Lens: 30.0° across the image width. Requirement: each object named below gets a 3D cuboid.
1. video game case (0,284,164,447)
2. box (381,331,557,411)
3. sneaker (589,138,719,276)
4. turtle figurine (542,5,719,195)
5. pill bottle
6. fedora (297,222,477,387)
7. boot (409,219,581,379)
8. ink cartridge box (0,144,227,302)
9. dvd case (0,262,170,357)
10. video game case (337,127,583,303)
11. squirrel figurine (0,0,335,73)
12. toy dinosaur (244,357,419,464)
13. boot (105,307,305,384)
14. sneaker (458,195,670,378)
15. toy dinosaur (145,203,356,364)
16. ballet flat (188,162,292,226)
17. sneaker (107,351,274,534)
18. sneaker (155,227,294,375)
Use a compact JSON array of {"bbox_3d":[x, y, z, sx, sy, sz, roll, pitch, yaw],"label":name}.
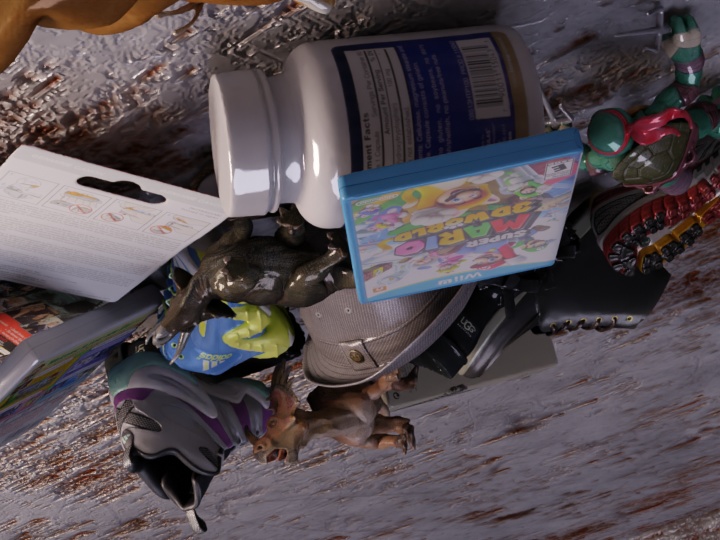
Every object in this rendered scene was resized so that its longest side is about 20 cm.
[{"bbox_3d":[-0.259,0.092,1.058,0.182,0.022,0.200,-42,176,21],"label":"video game case"},{"bbox_3d":[0.094,0.091,1.363,0.198,0.069,0.082,-12,171,-23],"label":"box"},{"bbox_3d":[0.275,-0.082,1.104,0.199,0.082,0.078,-29,135,3],"label":"sneaker"},{"bbox_3d":[0.202,-0.105,0.973,0.149,0.102,0.199,-28,159,33],"label":"turtle figurine"},{"bbox_3d":[0.007,-0.090,0.863,0.198,0.121,0.120,-7,157,-12],"label":"pill bottle"},{"bbox_3d":[0.000,0.000,1.072,0.090,0.178,0.199,44,154,-27],"label":"fedora"},{"bbox_3d":[0.085,0.002,1.130,0.163,0.073,0.198,-47,-158,-9],"label":"boot"},{"bbox_3d":[-0.197,-0.043,0.925,0.161,0.058,0.200,14,148,-33],"label":"ink cartridge box"},{"bbox_3d":[-0.256,0.023,1.126,0.198,0.022,0.146,-15,158,8],"label":"dvd case"},{"bbox_3d":[0.062,-0.029,0.855,0.141,0.018,0.200,-12,161,-1],"label":"video game case"},{"bbox_3d":[-0.072,-0.173,0.609,0.199,0.143,0.186,-27,160,38],"label":"squirrel figurine"},{"bbox_3d":[-0.021,0.120,1.209,0.134,0.087,0.200,0,180,12],"label":"toy dinosaur"},{"bbox_3d":[-0.129,0.086,1.269,0.161,0.074,0.198,-22,155,14],"label":"boot"},{"bbox_3d":[0.176,0.039,1.161,0.200,0.106,0.075,-46,-177,-4],"label":"sneaker"},{"bbox_3d":[-0.061,-0.002,0.975,0.198,0.078,0.102,-11,159,-16],"label":"toy dinosaur"},{"bbox_3d":[-0.030,-0.068,0.997,0.198,0.068,0.046,-10,-161,-13],"label":"ballet flat"},{"bbox_3d":[-0.132,0.161,1.164,0.199,0.141,0.078,19,139,-39],"label":"sneaker"},{"bbox_3d":[-0.130,0.028,1.073,0.104,0.076,0.200,-31,139,3],"label":"sneaker"}]
